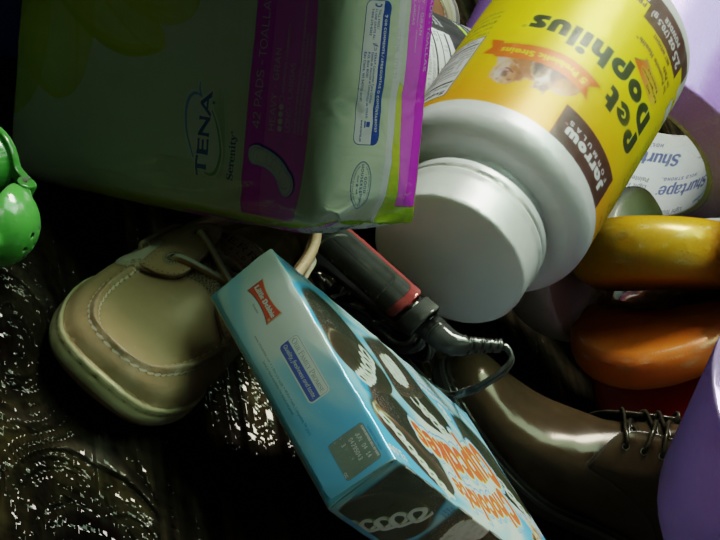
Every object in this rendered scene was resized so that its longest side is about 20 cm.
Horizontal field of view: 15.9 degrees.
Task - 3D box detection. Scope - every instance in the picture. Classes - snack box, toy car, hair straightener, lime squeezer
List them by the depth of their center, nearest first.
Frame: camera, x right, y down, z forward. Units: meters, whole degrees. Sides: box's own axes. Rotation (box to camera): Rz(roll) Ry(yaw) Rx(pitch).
[{"bbox_3d":[-0.170,-0.034,1.077,0.070,0.038,0.200,0,37,-13],"label":"lime squeezer"},{"bbox_3d":[0.019,0.079,1.097,0.116,0.037,0.200,59,10,33],"label":"snack box"},{"bbox_3d":[0.000,0.000,1.222,0.200,0.041,0.077,35,-18,31],"label":"hair straightener"},{"bbox_3d":[0.180,0.027,1.383,0.200,0.174,0.151,-1,88,-61],"label":"toy car"}]

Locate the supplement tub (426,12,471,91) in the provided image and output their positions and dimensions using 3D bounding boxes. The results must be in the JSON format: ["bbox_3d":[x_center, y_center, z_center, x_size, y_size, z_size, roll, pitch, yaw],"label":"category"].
[{"bbox_3d":[0.006,-0.093,1.362,0.200,0.107,0.107,17,33,-49],"label":"supplement tub"}]

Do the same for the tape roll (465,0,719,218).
[{"bbox_3d":[0.149,-0.096,1.493,0.200,0.200,0.066,35,63,-18],"label":"tape roll"}]

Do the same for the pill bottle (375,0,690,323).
[{"bbox_3d":[0.082,-0.065,1.277,0.109,0.109,0.200,40,48,-6],"label":"pill bottle"}]

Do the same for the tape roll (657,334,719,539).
[{"bbox_3d":[0.242,0.099,1.177,0.199,0.085,0.200,9,43,-8],"label":"tape roll"}]

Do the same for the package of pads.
[{"bbox_3d":[-0.060,-0.100,1.109,0.199,0.155,0.068,12,10,38],"label":"package of pads"}]

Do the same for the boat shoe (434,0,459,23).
[{"bbox_3d":[-0.022,-0.202,1.565,0.200,0.076,0.072,45,24,10],"label":"boat shoe"}]

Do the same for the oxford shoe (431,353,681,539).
[{"bbox_3d":[0.123,0.090,1.261,0.200,0.084,0.073,34,25,-16],"label":"oxford shoe"}]

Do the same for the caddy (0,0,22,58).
[{"bbox_3d":[-0.191,-0.183,1.198,0.200,0.105,0.142,6,41,-55],"label":"caddy"}]

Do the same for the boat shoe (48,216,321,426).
[{"bbox_3d":[-0.071,0.007,1.108,0.071,0.065,0.200,43,22,1],"label":"boat shoe"}]
